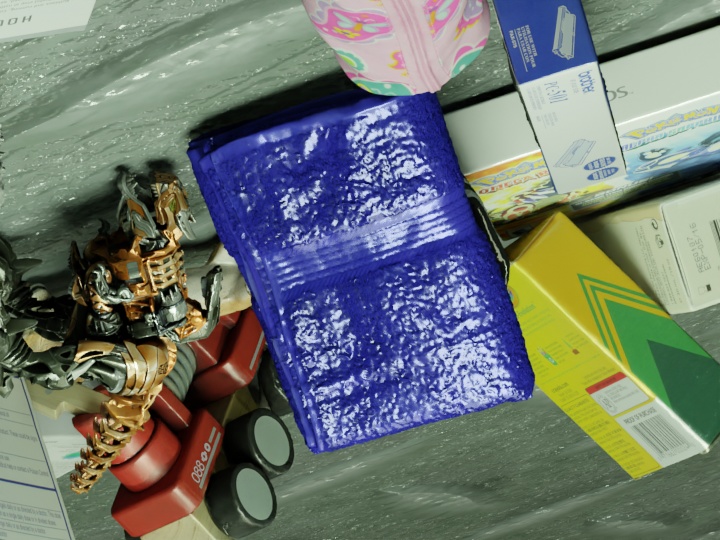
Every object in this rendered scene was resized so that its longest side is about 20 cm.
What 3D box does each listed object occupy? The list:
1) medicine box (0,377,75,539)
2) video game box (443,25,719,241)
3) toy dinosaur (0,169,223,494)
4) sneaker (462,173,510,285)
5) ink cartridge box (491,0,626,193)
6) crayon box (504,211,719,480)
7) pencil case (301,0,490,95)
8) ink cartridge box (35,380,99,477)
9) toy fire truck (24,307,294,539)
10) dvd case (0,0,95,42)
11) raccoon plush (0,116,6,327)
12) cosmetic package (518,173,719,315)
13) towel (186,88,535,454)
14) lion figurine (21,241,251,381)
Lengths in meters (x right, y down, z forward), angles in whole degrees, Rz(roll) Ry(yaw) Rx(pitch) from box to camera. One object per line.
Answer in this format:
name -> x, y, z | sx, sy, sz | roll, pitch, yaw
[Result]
medicine box -> -0.271, 0.112, 1.737 | 0.103, 0.200, 0.182 | -25, 162, 15
video game box -> 0.159, -0.083, 1.760 | 0.199, 0.047, 0.182 | -18, 163, 9
toy dinosaur -> -0.151, 0.038, 1.684 | 0.135, 0.201, 0.102 | 7, -176, -8
sneaker -> 0.020, 0.003, 1.705 | 0.076, 0.115, 0.201 | -23, 153, -28
ink cartridge box -> 0.100, -0.113, 1.509 | 0.044, 0.094, 0.200 | -17, 165, 5
crayon box -> 0.138, 0.038, 1.829 | 0.051, 0.200, 0.127 | -48, -176, -20
pencil case -> 0.010, -0.143, 1.344 | 0.087, 0.088, 0.200 | -16, 165, 4
ink cartridge box -> -0.269, 0.113, 1.974 | 0.136, 0.077, 0.200 | 3, 155, -46
toy fire truck -> -0.150, 0.076, 1.887 | 0.128, 0.176, 0.200 | -25, 120, 32
dvd case -> -0.179, -0.144, 1.275 | 0.150, 0.025, 0.200 | -10, 164, -18
raccoon plush -> -0.203, -0.014, 1.489 | 0.097, 0.134, 0.200 | -22, 163, 18
cosmetic package -> 0.195, -0.014, 1.868 | 0.103, 0.073, 0.200 | -19, -177, -24
towel -> 0.000, 0.000, 1.620 | 0.147, 0.200, 0.050 | -16, -164, 19
lion figurine -> -0.113, 0.017, 1.804 | 0.199, 0.073, 0.122 | -13, 168, -16
